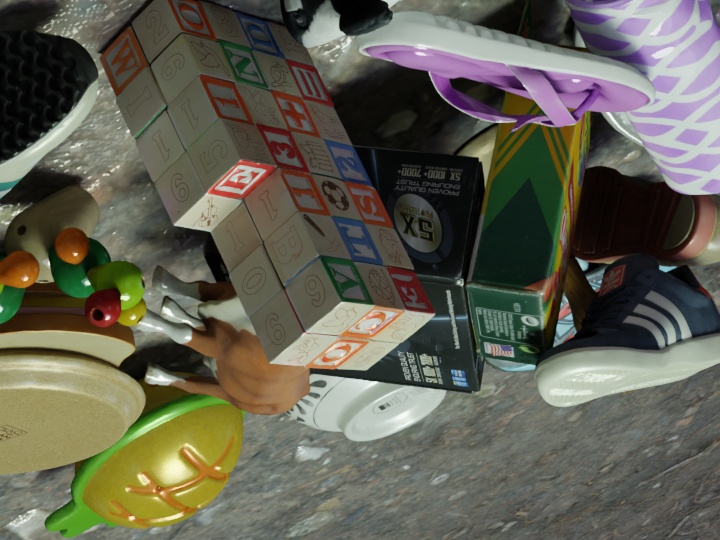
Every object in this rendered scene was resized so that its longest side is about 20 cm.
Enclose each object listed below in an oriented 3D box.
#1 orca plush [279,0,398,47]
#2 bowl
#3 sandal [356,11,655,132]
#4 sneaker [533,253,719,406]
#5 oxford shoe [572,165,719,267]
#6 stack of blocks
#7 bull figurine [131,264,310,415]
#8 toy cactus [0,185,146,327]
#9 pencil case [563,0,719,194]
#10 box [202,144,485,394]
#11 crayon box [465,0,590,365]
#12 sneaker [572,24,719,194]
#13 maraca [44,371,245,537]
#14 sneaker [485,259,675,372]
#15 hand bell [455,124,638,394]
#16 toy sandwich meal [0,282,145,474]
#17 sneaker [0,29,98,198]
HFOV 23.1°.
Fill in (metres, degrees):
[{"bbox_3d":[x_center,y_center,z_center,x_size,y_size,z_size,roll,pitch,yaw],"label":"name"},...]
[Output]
[{"bbox_3d":[0.015,-0.182,0.910,0.200,0.071,0.105,-13,-144,56],"label":"orca plush"},{"bbox_3d":[0.010,0.072,1.383,0.200,0.095,0.201,-21,156,-10],"label":"bowl"},{"bbox_3d":[0.080,-0.104,1.005,0.202,0.050,0.082,10,176,-32],"label":"sandal"},{"bbox_3d":[0.168,0.034,1.149,0.075,0.085,0.199,-26,167,35],"label":"sneaker"},{"bbox_3d":[0.210,-0.030,1.274,0.074,0.200,0.071,14,93,-26],"label":"oxford shoe"},{"bbox_3d":[-0.051,-0.047,0.959,0.059,0.201,0.115,-39,154,28],"label":"stack of blocks"},{"bbox_3d":[-0.073,0.040,1.087,0.121,0.065,0.200,16,155,2],"label":"bull figurine"},{"bbox_3d":[-0.192,0.009,1.007,0.199,0.103,0.165,-18,-158,30],"label":"toy cactus"},{"bbox_3d":[0.193,-0.132,1.086,0.083,0.086,0.200,-2,145,32],"label":"pencil case"},{"bbox_3d":[0.000,0.000,1.154,0.163,0.087,0.200,7,157,9],"label":"box"},{"bbox_3d":[0.112,-0.055,1.121,0.050,0.201,0.127,8,159,11],"label":"crayon box"},{"bbox_3d":[0.209,-0.128,1.220,0.200,0.099,0.071,35,111,-27],"label":"sneaker"},{"bbox_3d":[-0.164,0.149,1.346,0.137,0.107,0.200,-4,148,-43],"label":"maraca"},{"bbox_3d":[0.167,0.000,1.440,0.200,0.079,0.095,-40,144,9],"label":"sneaker"},{"bbox_3d":[0.144,0.000,1.242,0.104,0.201,0.104,-21,156,-10],"label":"hand bell"},{"bbox_3d":[-0.232,0.071,1.139,0.204,0.071,0.205,-7,156,-3],"label":"toy sandwich meal"},{"bbox_3d":[-0.218,-0.062,0.949,0.199,0.071,0.093,-34,172,11],"label":"sneaker"}]
